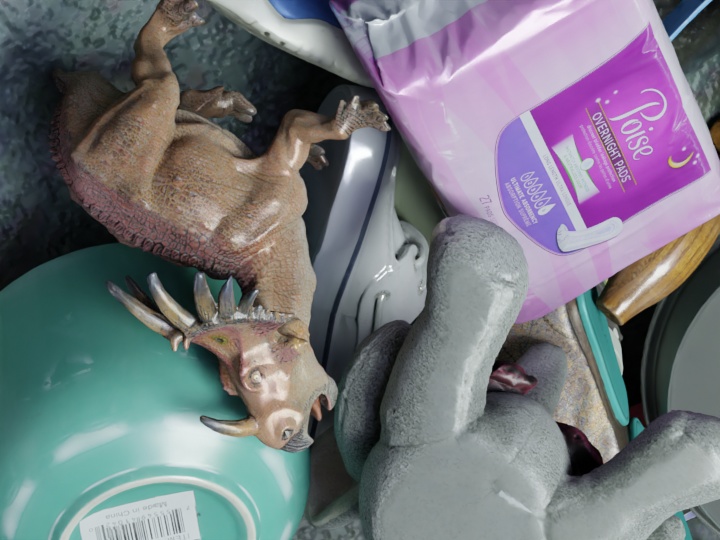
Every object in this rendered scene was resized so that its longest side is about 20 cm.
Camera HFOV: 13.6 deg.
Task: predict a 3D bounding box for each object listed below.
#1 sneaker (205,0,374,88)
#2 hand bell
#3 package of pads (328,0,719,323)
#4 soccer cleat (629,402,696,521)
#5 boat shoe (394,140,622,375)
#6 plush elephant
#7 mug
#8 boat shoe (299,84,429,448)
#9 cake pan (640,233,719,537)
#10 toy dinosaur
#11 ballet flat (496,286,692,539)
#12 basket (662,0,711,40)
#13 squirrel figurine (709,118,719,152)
[{"bbox_3d":[-0.048,-0.168,1.272,0.199,0.077,0.112,32,90,-7],"label":"sneaker"},{"bbox_3d":[0.176,-0.055,1.375,0.200,0.104,0.104,-47,123,-10],"label":"hand bell"},{"bbox_3d":[0.076,-0.074,1.273,0.120,0.076,0.200,-30,143,2],"label":"package of pads"},{"bbox_3d":[0.126,0.115,1.509,0.199,0.067,0.077,-16,144,-29],"label":"soccer cleat"},{"bbox_3d":[0.052,-0.017,1.417,0.072,0.061,0.201,-28,123,25],"label":"boat shoe"},{"bbox_3d":[0.055,0.090,1.304,0.164,0.155,0.200,33,98,-3],"label":"plush elephant"},{"bbox_3d":[-0.107,0.092,1.307,0.152,0.115,0.185,25,119,-32],"label":"mug"},{"bbox_3d":[0.000,0.000,1.359,0.065,0.074,0.201,3,134,-13],"label":"boat shoe"},{"bbox_3d":[0.232,0.060,1.430,0.199,0.037,0.201,2,107,7],"label":"cake pan"},{"bbox_3d":[-0.076,-0.029,1.248,0.136,0.200,0.086,-49,159,-21],"label":"toy dinosaur"},{"bbox_3d":[0.103,0.082,1.414,0.067,0.068,0.201,-16,115,15],"label":"ballet flat"},{"bbox_3d":[0.110,-0.194,1.335,0.176,0.139,0.200,-43,115,-6],"label":"basket"},{"bbox_3d":[0.243,-0.001,1.485,0.200,0.141,0.187,-49,117,-9],"label":"squirrel figurine"}]
